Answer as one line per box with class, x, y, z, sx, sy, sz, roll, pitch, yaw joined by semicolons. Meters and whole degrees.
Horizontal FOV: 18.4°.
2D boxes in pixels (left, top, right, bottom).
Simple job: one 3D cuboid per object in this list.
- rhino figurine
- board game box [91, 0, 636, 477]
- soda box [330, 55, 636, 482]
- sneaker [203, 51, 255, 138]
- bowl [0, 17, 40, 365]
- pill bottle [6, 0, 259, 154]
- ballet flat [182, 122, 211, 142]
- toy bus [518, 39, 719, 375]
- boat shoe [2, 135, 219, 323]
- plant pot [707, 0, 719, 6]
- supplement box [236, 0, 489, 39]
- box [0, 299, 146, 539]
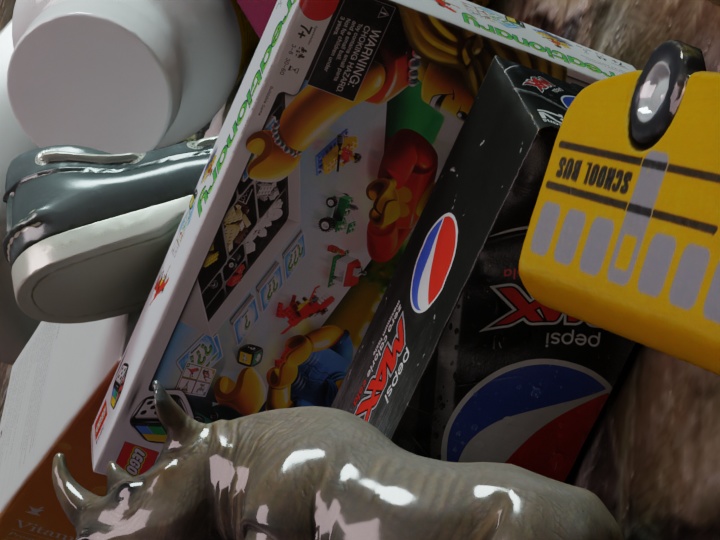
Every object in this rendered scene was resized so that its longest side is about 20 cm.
rhino figurine;-0.010;0.085;0.671;0.088;0.200;0.060;-68;-27;-14
board game box;0.000;0.000;0.774;0.035;0.126;0.200;-106;38;-62
soda box;0.037;0.037;0.728;0.071;0.063;0.200;-110;41;-63
sneaker;-0.031;-0.085;1.055;0.200;0.070;0.080;-20;51;69
bowl;-0.154;-0.047;1.227;0.200;0.075;0.200;-53;-27;-18
pill bottle;-0.096;-0.121;1.020;0.104;0.104;0.200;-61;4;30
ballet flat;-0.102;-0.001;1.189;0.074;0.074;0.200;-114;41;-65
toy bus;0.107;-0.010;0.556;0.200;0.065;0.078;-155;84;-73
boat shoe;-0.035;-0.038;0.818;0.073;0.199;0.062;83;169;-61
plant pot;0.123;-0.158;0.490;0.200;0.200;0.184;142;127;-61
supplement box;-0.017;-0.182;0.965;0.200;0.085;0.110;59;134;40
box;-0.069;0.056;0.934;0.200;0.124;0.098;131;151;-52
